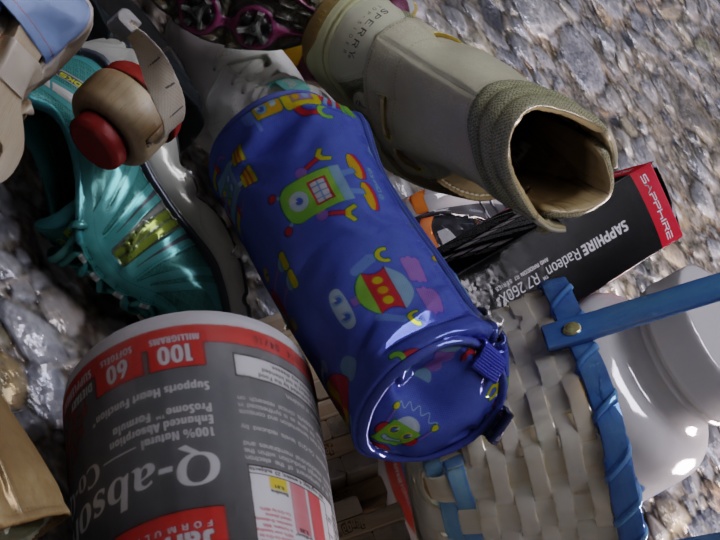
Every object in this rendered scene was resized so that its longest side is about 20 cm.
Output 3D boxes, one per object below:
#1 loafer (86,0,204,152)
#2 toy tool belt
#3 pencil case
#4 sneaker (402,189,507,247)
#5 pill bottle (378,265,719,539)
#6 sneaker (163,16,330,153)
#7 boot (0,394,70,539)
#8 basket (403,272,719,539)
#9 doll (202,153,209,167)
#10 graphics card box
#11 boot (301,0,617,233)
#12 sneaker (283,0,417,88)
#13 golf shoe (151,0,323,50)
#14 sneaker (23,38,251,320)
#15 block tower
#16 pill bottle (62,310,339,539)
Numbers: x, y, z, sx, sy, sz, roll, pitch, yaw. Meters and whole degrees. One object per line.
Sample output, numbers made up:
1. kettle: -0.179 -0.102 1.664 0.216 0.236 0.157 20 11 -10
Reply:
1. loafer: -0.158 -0.132 1.356 0.200 0.073 0.072 48 16 -42
2. toy tool belt: -0.189 -0.096 1.217 0.200 0.125 0.123 46 65 -9
3. pencil case: 0.000 0.000 1.246 0.200 0.087 0.078 58 3 40
4. sneaker: 0.091 0.013 1.640 0.200 0.078 0.112 -1 66 -50
5. pill bottle: 0.115 0.081 1.438 0.112 0.200 0.112 43 29 -30
6. sneaker: -0.043 -0.080 1.398 0.075 0.089 0.200 -17 60 -20
7. boot: -0.207 0.026 1.079 0.175 0.066 0.200 -9 70 -63
8. basket: 0.120 0.084 1.294 0.139 0.200 0.176 -101 -179 -52
9. doll: -0.004 -0.004 1.499 0.200 0.048 0.136 48 36 -15
10. graphics card box: 0.064 0.009 1.434 0.200 0.125 0.051 -28 97 -41
11. boot: 0.071 -0.065 1.397 0.155 0.072 0.200 31 -5 35
12. sneaker: -0.054 -0.161 1.488 0.090 0.075 0.200 36 -7 -41
13. golf shoe: -0.095 -0.178 1.422 0.200 0.073 0.092 30 19 19
14. sneaker: -0.118 -0.014 1.303 0.080 0.078 0.200 -23 83 -37
15. block tower: -0.011 0.120 1.315 0.058 0.054 0.200 92 -23 -68
16. pill bottle: -0.065 0.126 1.158 0.116 0.116 0.200 34 33 -40
